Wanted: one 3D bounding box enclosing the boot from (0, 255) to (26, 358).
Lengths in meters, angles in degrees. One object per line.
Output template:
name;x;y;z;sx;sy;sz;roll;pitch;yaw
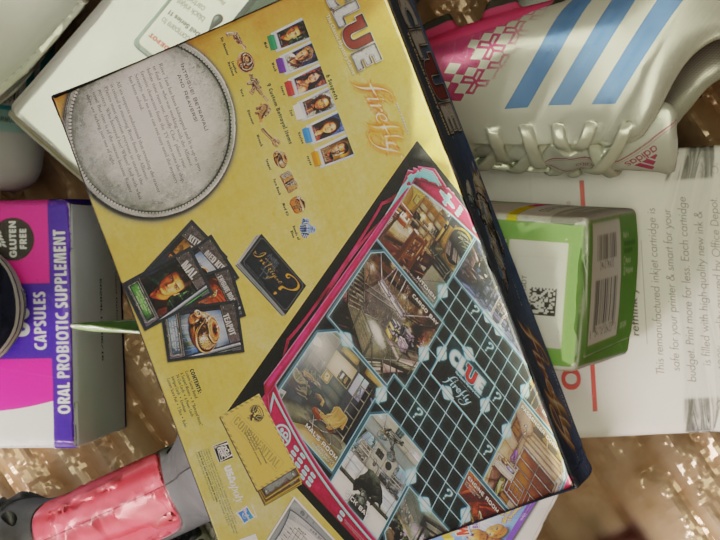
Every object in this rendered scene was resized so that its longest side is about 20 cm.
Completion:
boot;-0.230;-0.011;1.017;0.200;0.090;0.073;14;91;5

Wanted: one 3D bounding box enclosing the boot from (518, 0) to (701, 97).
boot;0.153;-0.166;1.088;0.165;0.066;0.200;16;90;13

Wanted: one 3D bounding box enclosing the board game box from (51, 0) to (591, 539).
board game box;-0.014;0.005;0.965;0.135;0.035;0.200;-21;88;16

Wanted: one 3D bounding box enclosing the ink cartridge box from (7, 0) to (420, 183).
ink cartridge box;-0.036;-0.110;1.069;0.083;0.147;0.200;42;96;2

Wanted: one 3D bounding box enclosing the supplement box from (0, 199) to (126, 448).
supplement box;-0.206;0.023;1.111;0.200;0.103;0.101;-2;91;7

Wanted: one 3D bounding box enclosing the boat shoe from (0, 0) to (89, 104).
boat shoe;-0.117;-0.143;1.028;0.075;0.068;0.200;34;78;-29

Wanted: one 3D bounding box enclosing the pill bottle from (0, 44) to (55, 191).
pill bottle;-0.177;-0.136;1.098;0.111;0.111;0.200;7;92;5

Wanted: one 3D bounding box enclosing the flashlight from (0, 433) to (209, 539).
flashlight;-0.093;0.095;1.074;0.200;0.068;0.068;-25;122;31

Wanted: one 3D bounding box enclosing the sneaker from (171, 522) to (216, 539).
sneaker;-0.027;0.131;1.115;0.200;0.078;0.080;-23;102;7

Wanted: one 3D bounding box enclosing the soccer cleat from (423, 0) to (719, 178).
soccer cleat;0.075;-0.066;1.042;0.200;0.070;0.086;-24;76;7

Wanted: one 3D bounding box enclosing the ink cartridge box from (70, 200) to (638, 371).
ink cartridge box;0.000;0.000;1.033;0.200;0.104;0.059;4;93;16

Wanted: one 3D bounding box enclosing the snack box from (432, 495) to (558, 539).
snack box;0.013;0.147;1.089;0.072;0.024;0.200;16;115;-19

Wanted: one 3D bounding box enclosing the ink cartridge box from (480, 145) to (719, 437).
ink cartridge box;0.133;0.007;1.090;0.200;0.067;0.116;-3;91;12
